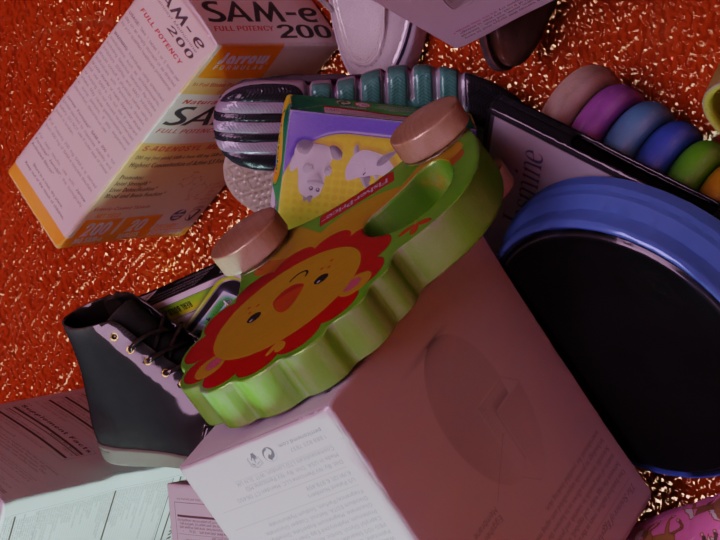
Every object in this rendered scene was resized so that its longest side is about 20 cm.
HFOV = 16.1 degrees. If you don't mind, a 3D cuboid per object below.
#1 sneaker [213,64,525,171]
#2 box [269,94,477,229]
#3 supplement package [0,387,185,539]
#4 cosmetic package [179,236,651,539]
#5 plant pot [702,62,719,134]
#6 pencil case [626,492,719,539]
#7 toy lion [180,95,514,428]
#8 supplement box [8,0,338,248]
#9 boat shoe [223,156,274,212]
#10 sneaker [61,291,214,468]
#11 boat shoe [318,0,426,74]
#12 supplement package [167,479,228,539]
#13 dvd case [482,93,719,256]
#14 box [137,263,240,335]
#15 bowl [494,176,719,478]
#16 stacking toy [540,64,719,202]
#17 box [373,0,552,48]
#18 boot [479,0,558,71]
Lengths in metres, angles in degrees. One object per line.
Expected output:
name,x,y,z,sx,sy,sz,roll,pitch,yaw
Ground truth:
sneaker,0.009,-0.100,1.577,0.199,0.088,0.075,5,106,-5
box,0.000,0.000,1.537,0.117,0.048,0.201,5,108,-5
supplement package,-0.221,0.162,1.731,0.109,0.200,0.114,31,113,30
cosmetic package,0.036,0.120,1.429,0.123,0.199,0.200,-25,105,38
plant pot,0.295,-0.121,1.319,0.200,0.200,0.142,12,76,36
pencil case,0.188,0.176,1.482,0.200,0.086,0.083,-21,63,41
toy lion,-0.010,0.004,1.393,0.200,0.192,0.069,-32,109,12
supplement box,-0.123,-0.107,1.669,0.200,0.126,0.074,-49,65,32
boat shoe,0.008,-0.039,1.615,0.200,0.062,0.075,28,130,17
sneaker,-0.108,0.067,1.628,0.200,0.075,0.106,-7,115,34
boat shoe,-0.007,-0.213,1.590,0.074,0.086,0.203,5,98,38
supplement package,-0.012,0.223,1.597,0.150,0.152,0.201,-2,95,45
dvd case,0.154,-0.008,1.464,0.200,0.018,0.143,29,144,19
box,-0.065,0.043,1.660,0.200,0.035,0.110,-23,107,44
bowl,0.161,0.038,1.455,0.200,0.039,0.201,25,142,22
stacking toy,0.196,-0.041,1.465,0.200,0.085,0.086,30,113,25
box,0.078,-0.226,1.394,0.200,0.176,0.097,-28,63,26
boot,0.173,-0.183,1.471,0.200,0.064,0.187,20,106,31
